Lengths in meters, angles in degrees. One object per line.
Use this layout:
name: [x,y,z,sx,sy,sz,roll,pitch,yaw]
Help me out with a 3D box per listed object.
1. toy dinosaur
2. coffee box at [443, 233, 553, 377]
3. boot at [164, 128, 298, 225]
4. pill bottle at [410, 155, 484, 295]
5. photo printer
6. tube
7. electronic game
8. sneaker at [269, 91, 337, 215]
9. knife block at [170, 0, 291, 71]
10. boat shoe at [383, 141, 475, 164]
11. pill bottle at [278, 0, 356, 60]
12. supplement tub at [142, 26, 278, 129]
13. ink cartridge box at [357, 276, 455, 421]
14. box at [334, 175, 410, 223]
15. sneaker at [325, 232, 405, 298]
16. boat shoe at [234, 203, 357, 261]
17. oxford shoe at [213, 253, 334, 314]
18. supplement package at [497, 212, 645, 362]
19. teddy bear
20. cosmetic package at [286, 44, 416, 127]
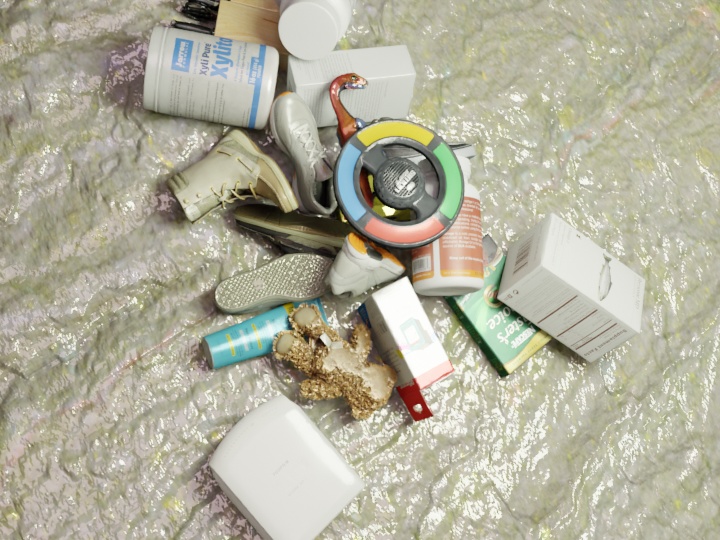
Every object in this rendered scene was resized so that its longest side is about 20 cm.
toy dinosaur: [0.002,-0.203,1.458,0.104,0.201,0.183,-24,110,19]
coffee box: [0.219,0.056,1.552,0.122,0.044,0.201,-34,86,-17]
boot: [-0.198,-0.119,1.465,0.154,0.073,0.200,-36,52,-14]
pill bottle: [0.132,-0.068,1.480,0.110,0.112,0.204,1,80,-11]
photo printer: [-0.114,0.299,1.417,0.166,0.069,0.201,-41,88,-17]
tube: [-0.143,0.096,1.474,0.197,0.050,0.079,-19,92,-21]
electronic game: [0.057,-0.128,1.403,0.196,0.042,0.204,3,71,-9]
sneaker: [-0.076,-0.178,1.482,0.075,0.092,0.203,-28,116,-22]
knife block: [-0.206,-0.376,1.557,0.174,0.064,0.201,-35,86,-16]
boat shoe: [0.091,-0.199,1.571,0.195,0.074,0.069,-9,87,-4]
pill bottle: [-0.066,-0.425,1.525,0.112,0.114,0.202,20,40,-6]
supplement tub: [-0.232,-0.299,1.499,0.196,0.132,0.135,8,76,-10]
ink cartridge box: [0.076,0.123,1.471,0.066,0.116,0.202,-25,84,-16]
box: [0.054,-0.120,1.557,0.196,0.050,0.077,-8,79,-13]
sneaker: [0.000,0.000,1.455,0.076,0.199,0.092,44,101,19]
boat shoe: [-0.105,-0.053,1.500,0.197,0.072,0.067,12,117,4]
oxford shoe: [-0.128,0.022,1.477,0.196,0.058,0.077,-14,78,-6]
supplement package: [0.333,0.029,1.511,0.198,0.117,0.118,33,48,-14]
teddy bear: [-0.042,0.139,1.465,0.197,0.067,0.147,22,62,-13]
cosmetic package: [-0.018,-0.296,1.549,0.196,0.102,0.072,-7,57,-13]
